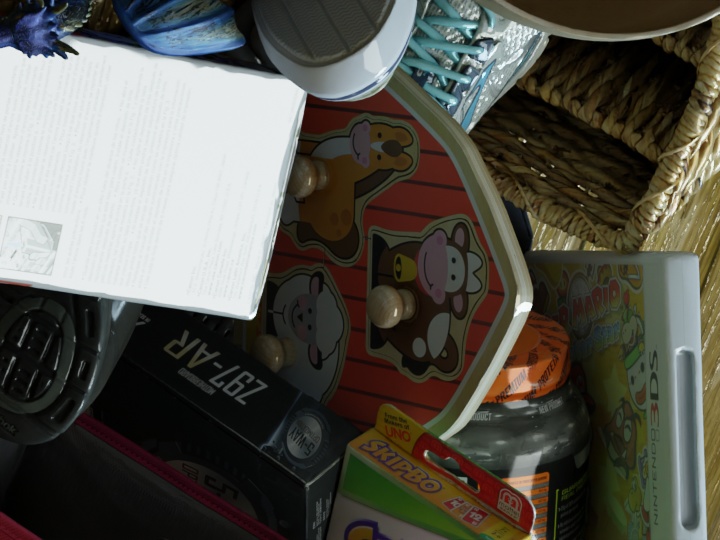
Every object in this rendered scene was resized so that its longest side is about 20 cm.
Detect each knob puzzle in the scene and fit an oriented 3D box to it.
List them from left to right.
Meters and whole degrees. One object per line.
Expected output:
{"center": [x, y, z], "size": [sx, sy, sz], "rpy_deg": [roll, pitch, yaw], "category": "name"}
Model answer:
{"center": [0.000, 0.000, 1.329], "size": [0.030, 0.220, 0.220], "rpy_deg": [-6, 123, -41], "category": "knob puzzle"}

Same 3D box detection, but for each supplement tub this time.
{"center": [0.055, 0.125, 1.462], "size": [0.123, 0.122, 0.200], "rpy_deg": [-24, 122, -52], "category": "supplement tub"}

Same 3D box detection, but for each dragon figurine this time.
{"center": [-0.076, -0.125, 1.168], "size": [0.200, 0.099, 0.059], "rpy_deg": [-3, 122, -24], "category": "dragon figurine"}

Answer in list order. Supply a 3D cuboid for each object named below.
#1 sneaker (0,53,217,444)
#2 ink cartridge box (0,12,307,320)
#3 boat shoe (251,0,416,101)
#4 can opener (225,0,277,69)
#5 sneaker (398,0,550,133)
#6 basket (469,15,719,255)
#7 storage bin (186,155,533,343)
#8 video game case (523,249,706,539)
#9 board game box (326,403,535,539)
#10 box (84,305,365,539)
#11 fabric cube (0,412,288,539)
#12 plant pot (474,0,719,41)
{"center": [-0.120, -0.017, 1.300], "size": [0.200, 0.076, 0.091], "rpy_deg": [-62, 173, 0], "category": "sneaker"}
{"center": [-0.129, -0.049, 1.198], "size": [0.200, 0.050, 0.109], "rpy_deg": [9, 98, -28], "category": "ink cartridge box"}
{"center": [-0.009, -0.122, 1.245], "size": [0.072, 0.200, 0.062], "rpy_deg": [-23, 122, 6], "category": "boat shoe"}
{"center": [0.001, -0.177, 1.381], "size": [0.066, 0.053, 0.200], "rpy_deg": [48, 68, -28], "category": "can opener"}
{"center": [0.035, -0.089, 1.379], "size": [0.200, 0.078, 0.086], "rpy_deg": [-62, 178, 20], "category": "sneaker"}
{"center": [0.104, -0.129, 1.433], "size": [0.149, 0.200, 0.143], "rpy_deg": [-39, 149, -38], "category": "basket"}
{"center": [-0.006, 0.015, 1.512], "size": [0.200, 0.094, 0.135], "rpy_deg": [-53, 155, -16], "category": "storage bin"}
{"center": [0.128, 0.081, 1.468], "size": [0.200, 0.023, 0.182], "rpy_deg": [-178, -94, -73], "category": "video game case"}
{"center": [0.022, 0.164, 1.337], "size": [0.030, 0.096, 0.200], "rpy_deg": [-27, 140, -45], "category": "board game box"}
{"center": [-0.071, 0.116, 1.414], "size": [0.044, 0.160, 0.200], "rpy_deg": [-39, 149, -32], "category": "box"}
{"center": [-0.158, 0.186, 1.282], "size": [0.200, 0.196, 0.199], "rpy_deg": [6, 112, -64], "category": "fabric cube"}
{"center": [0.092, -0.195, 1.263], "size": [0.200, 0.200, 0.134], "rpy_deg": [-56, -171, -9], "category": "plant pot"}
